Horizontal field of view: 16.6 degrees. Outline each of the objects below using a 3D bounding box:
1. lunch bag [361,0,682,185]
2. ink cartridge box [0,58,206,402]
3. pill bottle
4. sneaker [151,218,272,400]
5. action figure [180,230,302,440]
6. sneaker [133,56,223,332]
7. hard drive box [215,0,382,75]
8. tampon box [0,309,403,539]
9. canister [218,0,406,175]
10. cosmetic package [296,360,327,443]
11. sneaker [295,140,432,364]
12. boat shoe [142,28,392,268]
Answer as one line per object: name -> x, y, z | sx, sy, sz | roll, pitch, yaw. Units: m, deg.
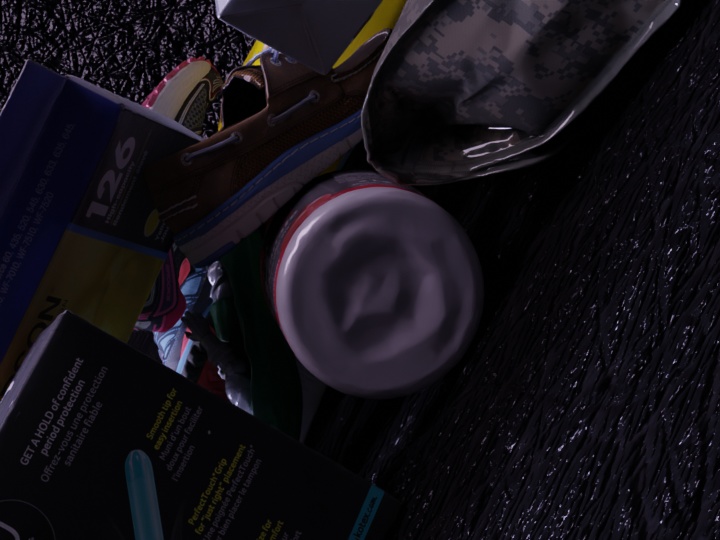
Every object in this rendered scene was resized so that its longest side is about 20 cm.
lunch bag -> 0.088, -0.144, 1.294 | 0.200, 0.117, 0.164 | -49, 10, 36
ink cartridge box -> -0.167, -0.002, 1.344 | 0.199, 0.047, 0.200 | -64, -16, 3
pill bottle -> 0.001, 0.001, 1.361 | 0.111, 0.110, 0.200 | -60, 9, 3
sneaker -> -0.096, 0.035, 1.554 | 0.095, 0.079, 0.201 | -15, 38, 34
action figure -> -0.068, 0.042, 1.437 | 0.118, 0.054, 0.201 | 58, -162, -59
sneaker -> -0.125, -0.047, 1.538 | 0.081, 0.074, 0.201 | -46, 21, 53
hard drive box -> -0.017, -0.233, 1.385 | 0.156, 0.076, 0.201 | -51, 28, 26
tampon box -> -0.107, 0.138, 1.256 | 0.151, 0.199, 0.126 | -62, 9, -14
canister -> -0.008, -0.155, 1.520 | 0.201, 0.086, 0.149 | -58, 12, 21
cosmetic package -> -0.069, 0.070, 1.644 | 0.113, 0.081, 0.201 | -51, 13, 47
sneaker -> 0.000, 0.000, 1.562 | 0.106, 0.074, 0.201 | 109, -177, -56
boat shoe -> -0.042, -0.088, 1.381 | 0.200, 0.073, 0.072 | -44, 13, -35
